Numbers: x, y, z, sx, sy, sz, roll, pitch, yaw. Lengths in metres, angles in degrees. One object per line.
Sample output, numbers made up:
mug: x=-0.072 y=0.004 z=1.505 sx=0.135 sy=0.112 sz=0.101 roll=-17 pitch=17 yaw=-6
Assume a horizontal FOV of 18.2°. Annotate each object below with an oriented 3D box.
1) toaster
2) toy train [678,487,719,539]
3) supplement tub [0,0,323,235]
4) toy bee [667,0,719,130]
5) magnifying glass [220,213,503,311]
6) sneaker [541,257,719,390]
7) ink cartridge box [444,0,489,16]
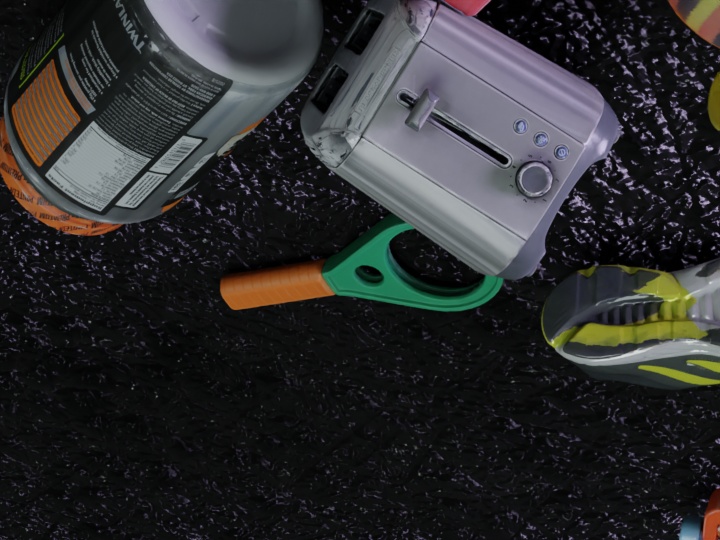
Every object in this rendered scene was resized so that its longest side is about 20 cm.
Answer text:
toaster: x=0.046 y=-0.078 z=1.179 sx=0.129 sy=0.200 sz=0.114 roll=32 pitch=96 yaw=-9
toy train: x=0.301 y=0.150 z=1.415 sx=0.199 sy=0.056 sz=0.151 roll=9 pitch=142 yaw=19
supplement tub: x=-0.118 y=-0.105 z=1.238 sx=0.122 sy=0.123 sz=0.200 roll=33 pitch=140 yaw=-16
toy bee: x=0.230 y=-0.105 z=1.099 sx=0.199 sy=0.109 sz=0.131 roll=16 pitch=140 yaw=5
magnifying glass: x=0.000 y=0.000 z=1.395 sx=0.199 sy=0.022 sz=0.080 roll=-11 pitch=133 yaw=30
sneaker: x=0.209 y=0.031 z=1.313 sx=0.199 sy=0.075 sz=0.085 roll=3 pitch=163 yaw=13
ink cartridge box: x=0.056 y=-0.233 z=1.042 sx=0.144 sy=0.084 sz=0.200 roll=32 pitch=141 yaw=-14
